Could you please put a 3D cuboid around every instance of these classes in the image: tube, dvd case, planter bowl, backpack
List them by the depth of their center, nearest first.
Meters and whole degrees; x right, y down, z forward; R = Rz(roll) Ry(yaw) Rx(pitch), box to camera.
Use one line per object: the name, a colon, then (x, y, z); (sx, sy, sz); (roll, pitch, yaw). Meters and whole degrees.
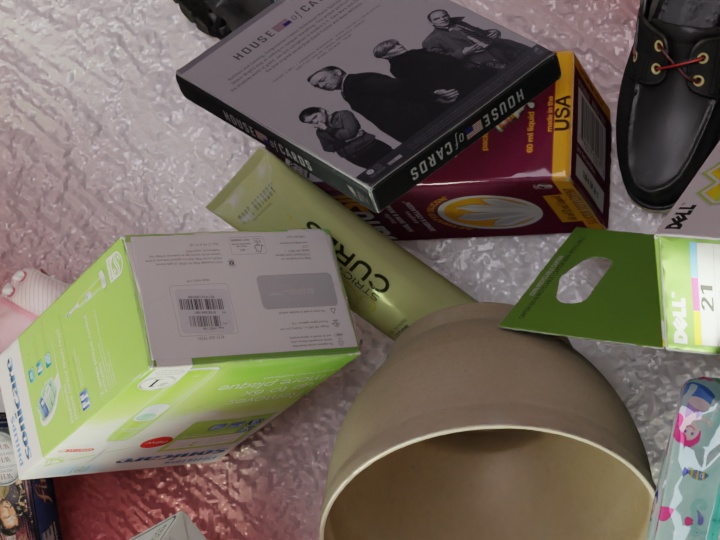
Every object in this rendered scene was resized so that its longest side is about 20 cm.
backpack: (0.242, 0.139, 1.258); (0.150, 0.200, 0.179); (13, 96, 26)
planter bowl: (0.073, 0.105, 1.344); (0.199, 0.201, 0.135); (-16, 45, 14)
dvd case: (0.001, -0.119, 1.375); (0.150, 0.025, 0.200); (-37, 42, -21)
tube: (0.000, 0.000, 1.406); (0.199, 0.052, 0.058); (36, 98, -11)

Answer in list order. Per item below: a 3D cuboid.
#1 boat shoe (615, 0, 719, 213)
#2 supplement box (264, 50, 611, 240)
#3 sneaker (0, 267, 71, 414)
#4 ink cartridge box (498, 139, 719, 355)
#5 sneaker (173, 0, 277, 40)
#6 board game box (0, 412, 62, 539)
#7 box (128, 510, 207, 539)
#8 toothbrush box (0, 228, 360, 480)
boat shoe: (0.201, -0.138, 1.425); (0.073, 0.063, 0.203); (13, 81, 19)
supplement box: (0.050, -0.075, 1.431); (0.198, 0.110, 0.086); (-3, 73, 19)
sneaker: (-0.248, 0.053, 1.522); (0.198, 0.075, 0.106); (-1, 73, 16)
ink cartridge box: (0.192, -0.018, 1.301); (0.198, 0.148, 0.076); (5, 118, 24)
sneaker: (-0.075, -0.188, 1.539); (0.079, 0.076, 0.200); (-36, 69, -13)
board game box: (-0.295, 0.164, 1.495); (0.198, 0.035, 0.137); (-3, 104, 19)
box: (-0.177, 0.236, 1.383); (0.199, 0.117, 0.060); (-31, 105, 33)
toothbrush box: (-0.115, 0.053, 1.384); (0.200, 0.145, 0.087); (-36, 62, 51)
